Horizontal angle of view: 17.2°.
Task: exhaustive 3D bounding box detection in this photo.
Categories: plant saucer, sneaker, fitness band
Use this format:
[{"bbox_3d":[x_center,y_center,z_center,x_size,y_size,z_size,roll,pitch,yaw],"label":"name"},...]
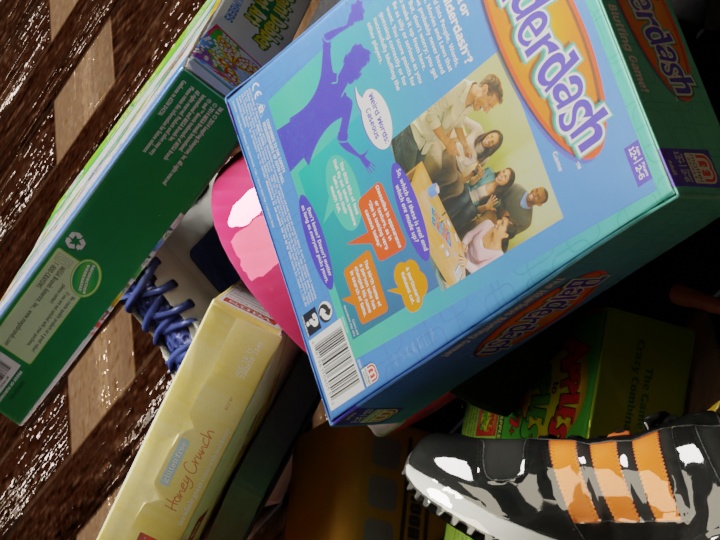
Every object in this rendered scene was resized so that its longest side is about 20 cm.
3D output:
[{"bbox_3d":[-0.034,0.071,1.166,0.200,0.019,0.070,-60,-5,-54],"label":"plant saucer"},{"bbox_3d":[-0.091,0.030,1.295,0.080,0.115,0.201,-28,52,56],"label":"sneaker"},{"bbox_3d":[0.110,0.085,0.896,0.199,0.070,0.090,21,80,37],"label":"sneaker"},{"bbox_3d":[0.000,0.000,1.076,0.037,0.200,0.144,-36,84,20],"label":"fitness band"}]

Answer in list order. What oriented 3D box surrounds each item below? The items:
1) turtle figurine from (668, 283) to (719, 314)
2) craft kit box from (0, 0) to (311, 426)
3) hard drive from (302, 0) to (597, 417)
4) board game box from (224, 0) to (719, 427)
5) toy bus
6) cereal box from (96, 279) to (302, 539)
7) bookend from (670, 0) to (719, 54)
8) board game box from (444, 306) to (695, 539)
[{"bbox_3d":[0.178,-0.042,0.874,0.200,0.064,0.162,4,80,63],"label":"turtle figurine"},{"bbox_3d":[-0.102,-0.050,1.135,0.200,0.048,0.198,-50,13,26],"label":"craft kit box"},{"bbox_3d":[0.034,-0.052,1.005,0.135,0.042,0.201,-57,49,40],"label":"hard drive"},{"bbox_3d":[0.041,-0.049,0.920,0.200,0.045,0.153,-35,65,41],"label":"board game box"},{"bbox_3d":[0.005,0.173,1.075,0.065,0.078,0.201,-31,47,54],"label":"toy bus"},{"bbox_3d":[-0.069,0.073,1.105,0.144,0.039,0.200,-64,-2,8],"label":"cereal box"},{"bbox_3d":[0.124,-0.120,0.990,0.200,0.092,0.200,31,116,51],"label":"bookend"},{"bbox_3d":[0.078,0.120,0.999,0.101,0.047,0.201,-7,71,60],"label":"board game box"}]
